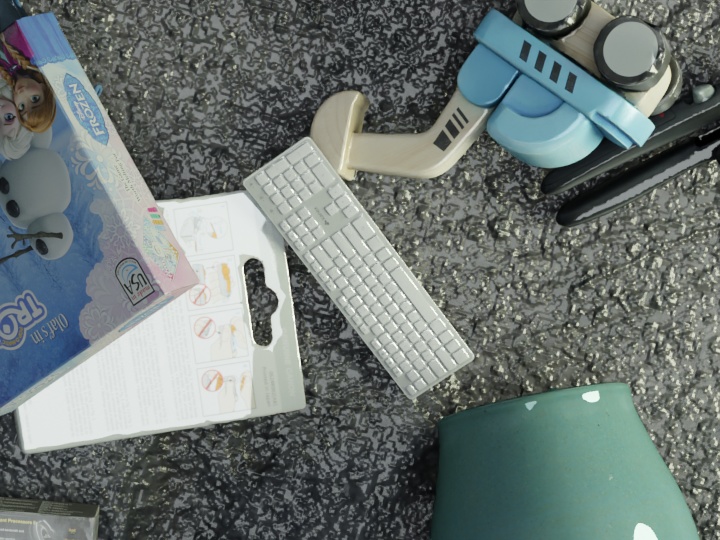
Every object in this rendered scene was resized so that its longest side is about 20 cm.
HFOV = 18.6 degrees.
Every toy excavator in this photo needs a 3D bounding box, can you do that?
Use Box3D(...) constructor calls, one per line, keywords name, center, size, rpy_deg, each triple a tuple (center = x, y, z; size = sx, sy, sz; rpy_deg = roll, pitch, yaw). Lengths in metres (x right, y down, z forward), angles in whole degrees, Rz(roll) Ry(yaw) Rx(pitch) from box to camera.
Box3D(name="toy excavator", center=(0.090, -0.110, 1.476), size=(0.194, 0.100, 0.200), rpy_deg=(36, 92, 15))

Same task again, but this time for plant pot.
Box3D(name="plant pot", center=(0.132, 0.178, 1.478), size=(0.199, 0.200, 0.189), rpy_deg=(-11, 81, -2))

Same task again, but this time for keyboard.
Box3D(name="keyboard", center=(0.000, 0.000, 1.509), size=(0.056, 0.011, 0.200), rpy_deg=(-32, 109, 17))

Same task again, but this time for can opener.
Box3D(name="can opener", center=(0.218, -0.088, 1.511), size=(0.200, 0.079, 0.064), rpy_deg=(-19, 105, 8))

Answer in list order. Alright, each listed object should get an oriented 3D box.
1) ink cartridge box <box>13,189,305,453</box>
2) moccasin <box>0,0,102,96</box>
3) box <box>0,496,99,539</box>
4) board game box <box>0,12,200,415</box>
Box3D(name="ink cartridge box", center=(-0.147, 0.031, 1.517), size=(0.199, 0.047, 0.161), rpy_deg=(-9, 96, -8))
Box3D(name="moccasin", center=(-0.213, -0.121, 1.468), size=(0.080, 0.068, 0.200), rpy_deg=(-26, 90, 42))
Box3D(name="box", center=(-0.286, 0.234, 1.523), size=(0.199, 0.050, 0.158), rpy_deg=(4, 95, -4))
Box3D(name="board game box", center=(-0.226, -0.030, 1.429), size=(0.200, 0.043, 0.199), rpy_deg=(-33, 84, 34))
